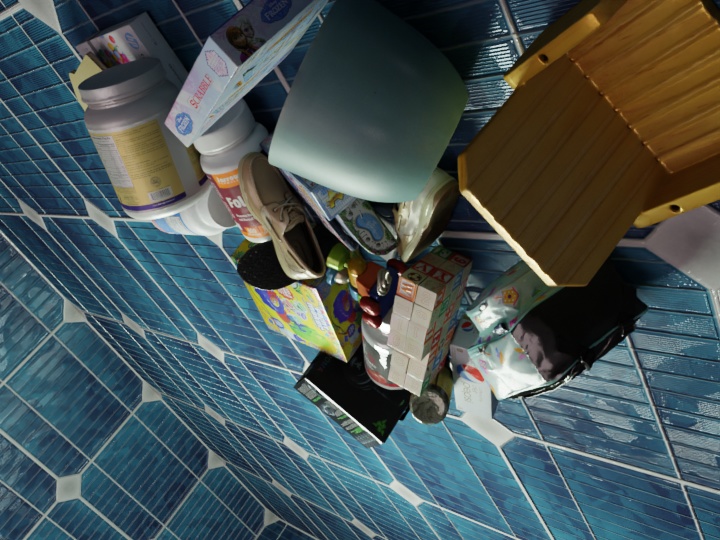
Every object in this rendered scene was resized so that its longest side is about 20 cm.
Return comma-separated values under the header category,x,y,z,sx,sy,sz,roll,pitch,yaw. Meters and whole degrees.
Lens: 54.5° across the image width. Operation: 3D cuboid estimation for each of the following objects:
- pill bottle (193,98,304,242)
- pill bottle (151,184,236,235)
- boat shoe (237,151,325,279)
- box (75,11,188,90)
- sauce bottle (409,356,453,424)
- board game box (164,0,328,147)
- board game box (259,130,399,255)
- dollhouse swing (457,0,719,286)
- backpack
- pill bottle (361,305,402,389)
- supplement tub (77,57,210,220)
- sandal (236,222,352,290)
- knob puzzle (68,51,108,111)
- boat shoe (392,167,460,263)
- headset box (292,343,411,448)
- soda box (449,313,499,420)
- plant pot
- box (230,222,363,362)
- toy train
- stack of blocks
category,x,y,z,sx,sy,sz,roll,pitch,yaw
pill bottle,-0.172,-0.151,1.061,0.113,0.115,0.201,13,143,39
pill bottle,-0.292,-0.120,1.253,0.198,0.113,0.113,4,137,45
boat shoe,-0.106,-0.079,1.002,0.064,0.071,0.202,2,125,51
box,-0.352,-0.315,1.116,0.198,0.041,0.157,5,138,45
sauce bottle,0.122,0.185,1.148,0.064,0.200,0.066,3,103,12
board game box,-0.114,-0.245,0.765,0.041,0.201,0.199,45,151,-11
board game box,-0.039,-0.101,0.948,0.201,0.061,0.200,52,177,-23
dollhouse swing,0.216,-0.108,0.598,0.200,0.176,0.181,45,152,-10
backpack,0.218,0.068,0.860,0.154,0.175,0.201,50,156,14
pill bottle,0.057,0.108,1.173,0.110,0.111,0.201,27,150,20
supplement tub,-0.318,-0.194,1.037,0.144,0.145,0.202,13,131,39
sandal,-0.094,-0.024,1.087,0.048,0.198,0.076,174,74,-79
knob puzzle,-0.402,-0.264,1.175,0.218,0.031,0.221,28,152,16
boat shoe,0.079,-0.079,0.928,0.067,0.074,0.201,48,155,14
headset box,0.008,0.206,1.306,0.199,0.175,0.093,41,153,-3
soda box,0.191,0.159,1.133,0.067,0.064,0.201,15,145,23
plant pot,0.018,-0.166,0.741,0.159,0.202,0.201,27,152,-3
box,-0.089,0.026,1.216,0.191,0.122,0.201,18,146,32
toy train,0.000,0.000,0.996,0.115,0.085,0.200,33,166,14
stack of blocks,0.092,0.080,1.011,0.058,0.115,0.202,25,126,23
